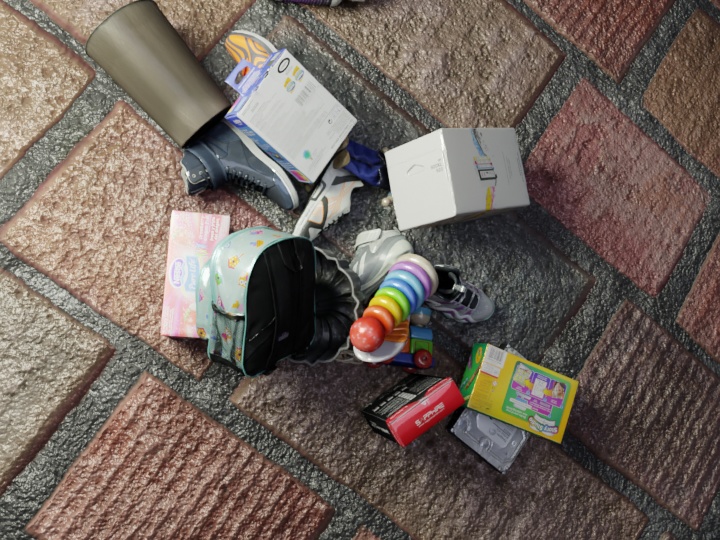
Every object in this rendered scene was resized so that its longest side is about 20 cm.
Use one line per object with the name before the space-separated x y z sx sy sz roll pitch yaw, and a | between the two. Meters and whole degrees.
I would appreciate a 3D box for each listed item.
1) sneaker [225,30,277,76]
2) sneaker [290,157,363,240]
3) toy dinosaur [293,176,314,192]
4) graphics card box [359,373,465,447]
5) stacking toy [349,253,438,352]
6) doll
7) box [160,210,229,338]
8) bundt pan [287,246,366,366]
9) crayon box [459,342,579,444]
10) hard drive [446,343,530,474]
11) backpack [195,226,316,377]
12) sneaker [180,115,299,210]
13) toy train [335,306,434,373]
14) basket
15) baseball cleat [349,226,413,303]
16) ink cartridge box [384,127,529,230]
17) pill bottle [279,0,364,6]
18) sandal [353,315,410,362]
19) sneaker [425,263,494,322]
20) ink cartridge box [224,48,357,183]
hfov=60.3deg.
sneaker | -0.178 -0.326 1.071 0.200 0.078 0.112 39 65 7
sneaker | -0.063 -0.102 1.101 0.080 0.074 0.201 32 78 -11
toy dinosaur | -0.112 -0.246 1.118 0.088 0.047 0.201 -26 88 -9
graphics card box | 0.080 0.228 1.038 0.125 0.200 0.051 -32 92 -16
stacking toy | 0.046 0.057 0.992 0.085 0.085 0.200 50 48 -5
doll | 0.043 -0.177 1.128 0.199 0.048 0.137 17 55 -32
box | -0.270 0.011 1.021 0.094 0.103 0.201 5 84 -14
bundt pan | -0.078 0.053 1.042 0.201 0.076 0.203 4 100 24
crayon box | 0.285 0.222 1.126 0.199 0.058 0.119 23 79 -11
hard drive | 0.269 0.259 1.168 0.140 0.038 0.200 40 77 -7
backpack | -0.152 0.033 0.932 0.175 0.153 0.201 -19 126 -51
sneaker | -0.214 -0.150 1.056 0.202 0.077 0.146 46 64 4
toy train | 0.035 0.112 1.104 0.199 0.085 0.117 10 72 -13
basket | -0.319 -0.313 1.015 0.136 0.180 0.200 -38 102 10
baseball cleat | 0.000 0.000 1.118 0.199 0.070 0.107 -35 60 -2
ink cartridge box | 0.170 -0.160 1.094 0.199 0.147 0.146 -10 89 -38
pill bottle | -0.086 -0.540 1.118 0.199 0.111 0.112 0 84 -15
sandal | 0.049 0.101 1.044 0.079 0.207 0.060 11 124 14
sneaker | 0.171 0.041 1.110 0.199 0.140 0.078 19 80 -11
ink cartridge box | -0.122 -0.258 1.008 0.200 0.076 0.137 40 79 -29
